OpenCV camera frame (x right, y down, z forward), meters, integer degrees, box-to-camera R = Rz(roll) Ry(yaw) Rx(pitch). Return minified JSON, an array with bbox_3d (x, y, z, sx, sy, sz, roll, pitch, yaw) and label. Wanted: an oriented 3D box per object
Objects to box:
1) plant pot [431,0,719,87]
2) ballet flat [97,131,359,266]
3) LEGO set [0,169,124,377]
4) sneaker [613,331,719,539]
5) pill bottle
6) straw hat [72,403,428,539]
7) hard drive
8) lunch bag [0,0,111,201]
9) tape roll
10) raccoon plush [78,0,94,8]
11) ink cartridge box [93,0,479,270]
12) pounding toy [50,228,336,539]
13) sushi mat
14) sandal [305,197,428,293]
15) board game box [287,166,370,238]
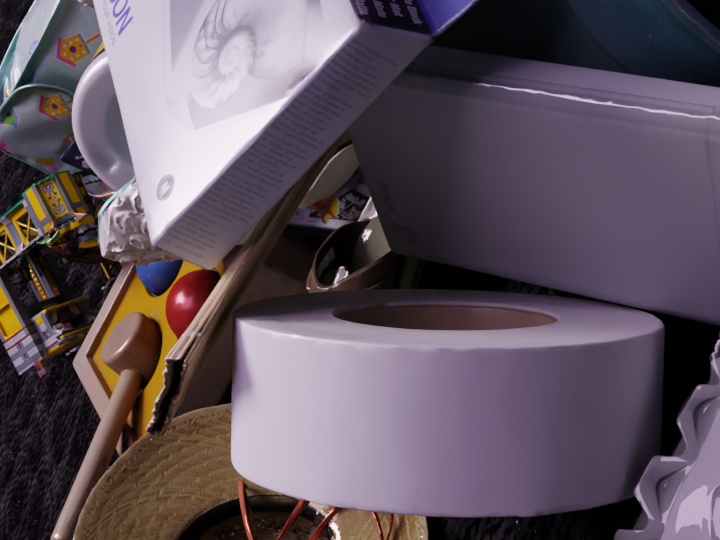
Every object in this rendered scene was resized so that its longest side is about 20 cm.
[{"bbox_3d":[0.116,-0.131,0.692,0.196,0.199,0.202,-36,44,49],"label":"plant pot"},{"bbox_3d":[-0.062,-0.055,0.856,0.199,0.072,0.072,-32,32,-15],"label":"ballet flat"},{"bbox_3d":[-0.182,-0.002,1.040,0.153,0.200,0.117,-31,86,25],"label":"LEGO set"},{"bbox_3d":[0.188,0.054,0.592,0.088,0.074,0.202,26,94,40],"label":"sneaker"},{"bbox_3d":[-0.116,-0.137,0.967,0.114,0.114,0.201,-47,17,28],"label":"pill bottle"},{"bbox_3d":[-0.058,0.175,0.818,0.086,0.199,0.203,83,177,-50],"label":"straw hat"},{"bbox_3d":[0.089,-0.039,0.653,0.198,0.133,0.026,13,54,29],"label":"hard drive"},{"bbox_3d":[-0.189,-0.151,1.128,0.201,0.169,0.122,-58,28,14],"label":"lunch bag"},{"bbox_3d":[0.039,0.054,0.662,0.202,0.201,0.072,9,100,55],"label":"tape roll"},{"bbox_3d":[-0.044,-0.178,0.776,0.199,0.098,0.134,-33,16,-26],"label":"raccoon plush"},{"bbox_3d":[-0.041,-0.136,0.657,0.200,0.040,0.201,-42,46,24],"label":"ink cartridge box"},{"bbox_3d":[-0.115,0.064,0.928,0.201,0.141,0.184,-60,34,10],"label":"pounding toy"},{"bbox_3d":[-0.047,-0.014,0.701,0.201,0.012,0.096,-61,-1,-32],"label":"sushi mat"},{"bbox_3d":[0.000,-0.001,0.820,0.079,0.057,0.203,16,84,50],"label":"sandal"},{"bbox_3d":[0.028,-0.079,0.906,0.199,0.034,0.128,7,78,54],"label":"board game box"}]
